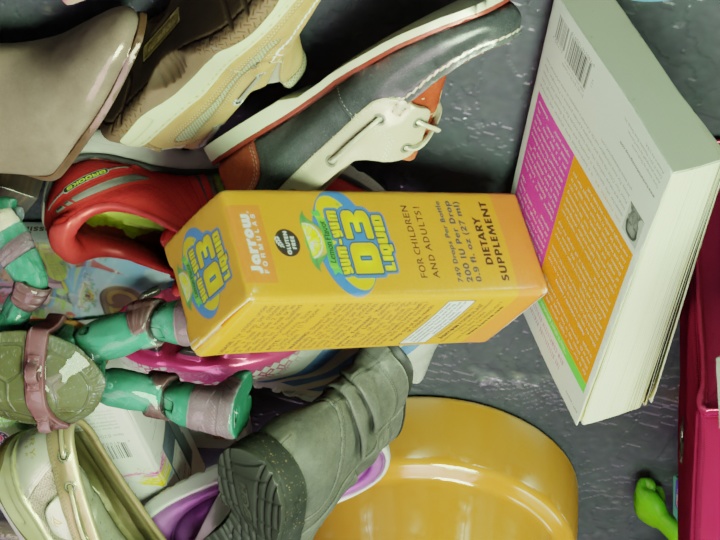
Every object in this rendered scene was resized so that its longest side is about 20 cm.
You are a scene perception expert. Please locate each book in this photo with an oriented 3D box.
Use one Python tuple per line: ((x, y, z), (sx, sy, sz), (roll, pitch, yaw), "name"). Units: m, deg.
((0.124, -0.033, 1.104), (0.048, 0.134, 0.201), (-15, 144, -19), "book")

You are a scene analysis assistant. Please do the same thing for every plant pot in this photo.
((0.041, 0.215, 1.352), (0.199, 0.184, 0.201), (3, 139, 3), "plant pot")

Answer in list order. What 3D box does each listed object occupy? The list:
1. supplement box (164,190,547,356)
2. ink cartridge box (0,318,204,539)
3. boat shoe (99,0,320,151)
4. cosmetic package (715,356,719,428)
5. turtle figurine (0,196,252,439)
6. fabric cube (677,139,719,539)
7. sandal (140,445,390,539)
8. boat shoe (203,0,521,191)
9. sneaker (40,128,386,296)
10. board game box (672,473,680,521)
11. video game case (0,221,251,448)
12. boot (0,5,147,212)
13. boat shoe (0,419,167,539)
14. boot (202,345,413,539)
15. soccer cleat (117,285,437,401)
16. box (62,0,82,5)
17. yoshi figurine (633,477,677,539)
((0.000, 0.000, 1.109), (0.199, 0.067, 0.069), (-3, 155, -35), "supplement box")
((-0.171, 0.121, 1.325), (0.116, 0.068, 0.201), (-6, 138, 11), "ink cartridge box")
((-0.059, -0.123, 1.080), (0.076, 0.072, 0.200), (16, 149, -30), "boat shoe")
((0.252, 0.103, 1.011), (0.082, 0.051, 0.200), (-23, 130, 24), "cosmetic package")
((-0.163, 0.042, 1.143), (0.199, 0.101, 0.150), (5, 141, 12), "turtle figurine")
((0.274, 0.062, 1.145), (0.198, 0.197, 0.200), (-1, 139, 8), "fabric cube")
((-0.072, 0.155, 1.289), (0.202, 0.050, 0.082), (-32, 133, 14), "sandal")
((0.007, -0.082, 1.088), (0.199, 0.071, 0.063), (-29, 92, 28), "boat shoe")
((-0.081, -0.021, 1.173), (0.198, 0.085, 0.077), (4, 140, 2), "sneaker")
((0.305, 0.152, 1.225), (0.199, 0.153, 0.045), (-19, 140, -10), "board game box")
((-0.166, 0.043, 1.304), (0.181, 0.022, 0.201), (1, 138, 5), "video game case")
((-0.218, -0.101, 1.112), (0.146, 0.071, 0.200), (26, 134, -19), "boot")
((-0.138, 0.173, 1.246), (0.063, 0.073, 0.201), (-22, 108, 33), "boat shoe")
((-0.024, 0.128, 1.218), (0.068, 0.130, 0.201), (41, 146, 19), "boot")
((-0.048, 0.050, 1.241), (0.198, 0.070, 0.087), (-5, 138, -8), "soccer cleat")
((-0.067, -0.211, 0.946), (0.199, 0.100, 0.096), (-15, 135, 21), "box")
((0.241, 0.174, 1.376), (0.112, 0.112, 0.201), (-18, 135, -36), "yoshi figurine")
